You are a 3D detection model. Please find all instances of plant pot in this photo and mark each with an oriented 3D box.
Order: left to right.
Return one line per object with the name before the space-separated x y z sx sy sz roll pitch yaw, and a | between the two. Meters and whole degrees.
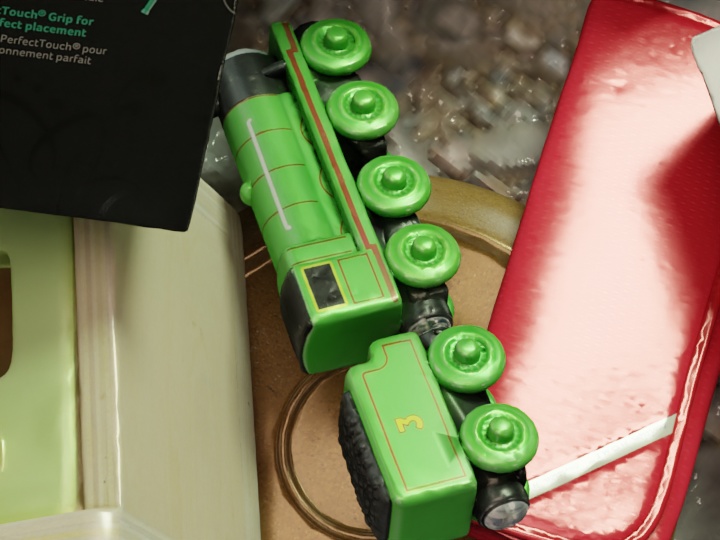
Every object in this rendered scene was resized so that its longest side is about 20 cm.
plant pot | 0.006 0.060 0.893 0.200 0.027 0.201 -2 74 6

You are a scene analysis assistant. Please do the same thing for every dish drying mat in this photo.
dish drying mat | 0.086 0.002 0.883 0.077 0.018 0.200 19 67 1

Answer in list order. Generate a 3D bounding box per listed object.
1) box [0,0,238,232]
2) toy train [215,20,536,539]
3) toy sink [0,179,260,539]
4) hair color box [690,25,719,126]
box | -0.091 -0.137 0.751 0.124 0.200 0.149 7 35 -12
toy train | 0.000 0.000 0.851 0.056 0.042 0.200 -13 54 -13
toy sink | -0.111 0.067 0.835 0.130 0.112 0.200 -10 68 18
hair color box | 0.214 -0.059 0.835 0.200 0.061 0.100 -22 69 17
